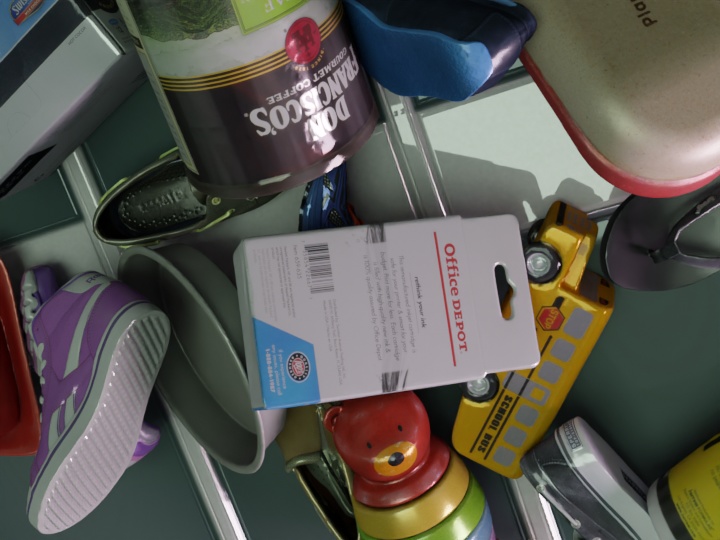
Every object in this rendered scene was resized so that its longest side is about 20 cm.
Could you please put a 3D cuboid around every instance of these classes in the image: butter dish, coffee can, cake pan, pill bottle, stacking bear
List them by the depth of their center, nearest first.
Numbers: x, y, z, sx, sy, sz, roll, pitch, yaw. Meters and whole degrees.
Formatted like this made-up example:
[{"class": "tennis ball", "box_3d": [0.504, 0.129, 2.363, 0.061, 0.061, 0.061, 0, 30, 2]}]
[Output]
[{"class": "coffee can", "box_3d": [-0.084, -0.172, 0.729, 0.145, 0.147, 0.201, -7, 125, 18]}, {"class": "pill bottle", "box_3d": [0.314, 0.145, 0.777, 0.114, 0.114, 0.200, 44, 114, -3]}, {"class": "stacking bear", "box_3d": [0.041, 0.177, 0.852, 0.120, 0.114, 0.201, -24, 112, 1]}, {"class": "cake pan", "box_3d": [-0.124, 0.065, 0.862, 0.200, 0.037, 0.202, 38, 144, 35]}, {"class": "butter dish", "box_3d": [-0.399, 0.091, 0.937, 0.198, 0.148, 0.202, 1, 109, 23]}]

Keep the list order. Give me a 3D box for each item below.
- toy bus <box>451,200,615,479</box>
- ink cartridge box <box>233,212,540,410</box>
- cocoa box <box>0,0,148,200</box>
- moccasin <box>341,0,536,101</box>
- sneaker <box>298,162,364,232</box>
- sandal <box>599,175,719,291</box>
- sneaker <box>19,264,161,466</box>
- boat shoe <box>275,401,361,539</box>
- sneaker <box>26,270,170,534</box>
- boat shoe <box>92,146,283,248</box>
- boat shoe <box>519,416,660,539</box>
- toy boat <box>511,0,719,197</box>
[{"class": "toy bus", "box_3d": [0.131, 0.053, 0.823, 0.078, 0.065, 0.202, 26, 114, 5]}, {"class": "ink cartridge box", "box_3d": [0.017, 0.029, 0.769, 0.198, 0.067, 0.117, -6, 82, -14]}, {"class": "cocoa box", "box_3d": [-0.252, -0.161, 0.818, 0.199, 0.133, 0.132, -37, 96, 24]}, {"class": "moccasin", "box_3d": [0.050, -0.155, 0.727, 0.068, 0.200, 0.081, -34, 124, -12]}, {"class": "sneaker", "box_3d": [0.000, 0.000, 0.847, 0.077, 0.075, 0.202, -9, 113, 5]}, {"class": "sandal", "box_3d": [0.261, -0.036, 0.744, 0.198, 0.043, 0.077, -15, 100, 8]}, {"class": "sneaker", "box_3d": [-0.232, 0.086, 0.938, 0.088, 0.080, 0.202, -21, 83, -20]}, {"class": "boat shoe", "box_3d": [-0.040, 0.137, 0.896, 0.071, 0.076, 0.201, -30, 98, 24]}, {"class": "sneaker", "box_3d": [-0.229, 0.099, 0.865, 0.114, 0.072, 0.202, 28, 95, 32]}, {"class": "boat shoe", "box_3d": [-0.122, -0.068, 0.854, 0.200, 0.060, 0.073, -21, 103, 22]}, {"class": "boat shoe", "box_3d": [0.195, 0.199, 0.836, 0.068, 0.072, 0.200, -35, 114, 17]}, {"class": "toy boat", "box_3d": [0.170, -0.134, 0.720, 0.129, 0.131, 0.201, -24, 67, -8]}]
